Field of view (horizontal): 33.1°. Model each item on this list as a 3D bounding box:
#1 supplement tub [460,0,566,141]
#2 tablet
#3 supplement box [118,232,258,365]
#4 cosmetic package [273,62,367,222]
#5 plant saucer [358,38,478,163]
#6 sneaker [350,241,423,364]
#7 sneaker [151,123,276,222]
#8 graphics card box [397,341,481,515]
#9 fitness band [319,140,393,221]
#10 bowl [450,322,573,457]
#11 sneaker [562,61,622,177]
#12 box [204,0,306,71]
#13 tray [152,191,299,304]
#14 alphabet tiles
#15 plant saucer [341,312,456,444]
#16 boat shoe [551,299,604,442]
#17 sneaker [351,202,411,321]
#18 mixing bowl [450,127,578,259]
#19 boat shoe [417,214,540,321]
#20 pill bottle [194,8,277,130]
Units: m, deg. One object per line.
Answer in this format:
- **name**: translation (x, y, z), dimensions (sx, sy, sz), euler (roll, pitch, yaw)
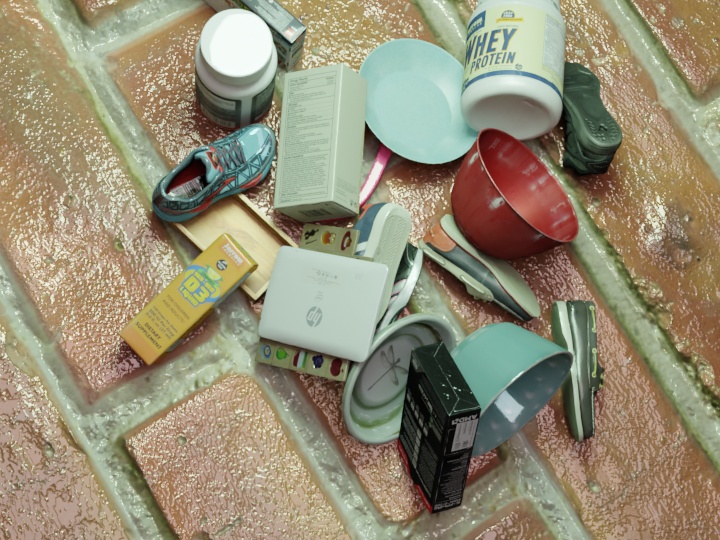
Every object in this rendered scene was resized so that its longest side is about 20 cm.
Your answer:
- **supplement tub**: translation (0.222, -0.304, 1.750), dimensions (0.145, 0.145, 0.201), euler (9, 64, -5)
- **tablet**: translation (-0.052, 0.042, 1.610), dimensions (0.200, 0.014, 0.131), euler (11, 85, 41)
- **supplement box**: translation (-0.233, 0.038, 1.651), dimensions (0.200, 0.069, 0.067), euler (-44, 88, -2)
- **cosmetic package**: translation (-0.055, -0.175, 1.681), dimensions (0.103, 0.073, 0.201), euler (-4, 73, 32)
- **plant saucer**: translation (0.081, -0.240, 1.768), dimensions (0.200, 0.039, 0.202), euler (8, 67, -20)
- **sneaker**: translation (0.021, 0.042, 1.695), dimensions (0.086, 0.080, 0.200), euler (26, 75, 1)
- **sneaker**: translation (-0.195, -0.137, 1.662), dimensions (0.200, 0.096, 0.079), euler (-37, 85, -13)
- **graphics card box**: translation (0.100, 0.207, 1.589), dimensions (0.051, 0.200, 0.126), euler (-11, 43, -17)
- **fitness band**: translation (-0.036, -0.163, 1.754), dimensions (0.143, 0.037, 0.200), euler (26, 75, 0)
- **bowl**: translation (0.181, 0.148, 1.648), dimensions (0.201, 0.201, 0.105), euler (-38, 64, -13)
- **sneaker**: translation (0.323, -0.216, 1.793), dimensions (0.076, 0.114, 0.200), euler (-6, 51, -13)
- **box**: translation (-0.166, -0.381, 1.748), dimensions (0.200, 0.110, 0.035), euler (41, 76, 3)
- **tray**: translation (-0.187, -0.057, 1.713), dimensions (0.200, 0.037, 0.099), euler (43, 76, 3)
- **alphabet tiles**: translation (-0.061, 0.038, 1.631), dimensions (0.167, 0.008, 0.201), euler (9, 83, 41)
- **plant saucer**: translation (0.043, 0.139, 1.644), dimensions (0.200, 0.200, 0.050), euler (-45, 48, -13)
- **boat shoe**: translation (0.314, 0.139, 1.711), dimensions (0.060, 0.072, 0.202), euler (-4, 77, -6)
- **sneaker**: translation (0.000, 0.000, 1.658), dimensions (0.075, 0.084, 0.200), euler (30, 82, -39)
- **mixing bowl**: translation (0.199, -0.091, 1.707), dimensions (0.108, 0.200, 0.200), euler (-41, 83, 30)
- **boat shoe**: translation (0.171, 0.007, 1.728), dimensions (0.200, 0.071, 0.063), euler (42, 115, -8)
- **pill bottle**: translation (-0.172, -0.278, 1.678), dimensions (0.114, 0.200, 0.114), euler (1, 78, -7)
